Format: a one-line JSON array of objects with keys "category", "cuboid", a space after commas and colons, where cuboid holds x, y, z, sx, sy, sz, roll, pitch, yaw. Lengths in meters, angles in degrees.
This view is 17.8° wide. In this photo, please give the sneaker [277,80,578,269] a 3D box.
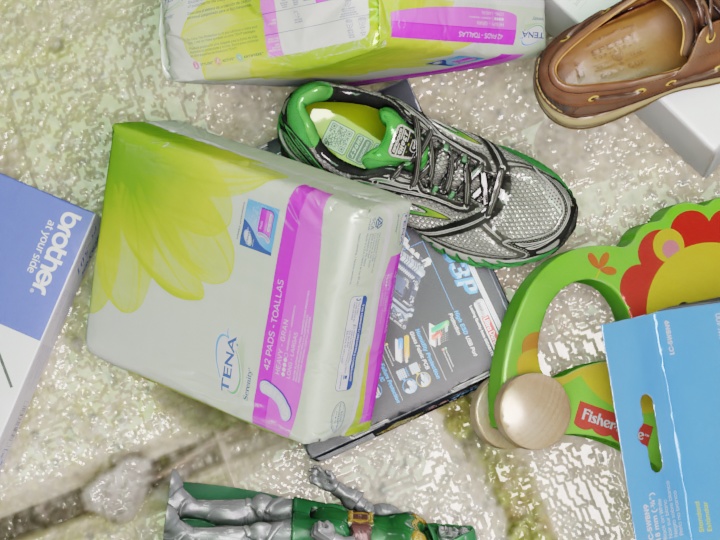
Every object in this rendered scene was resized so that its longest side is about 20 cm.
[{"category": "sneaker", "cuboid": [0.038, -0.058, 1.414, 0.198, 0.085, 0.079, 19, 84, 5]}]

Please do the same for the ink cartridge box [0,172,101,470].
[{"category": "ink cartridge box", "cuboid": [-0.249, 0.040, 1.491, 0.093, 0.044, 0.201, 23, 85, 6]}]

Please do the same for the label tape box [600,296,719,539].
[{"category": "label tape box", "cuboid": [0.250, 0.084, 1.380, 0.199, 0.063, 0.146, -11, 92, -33]}]

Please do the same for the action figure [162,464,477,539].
[{"category": "action figure", "cuboid": [-0.024, 0.164, 1.440, 0.198, 0.118, 0.055, 7, 117, -4]}]

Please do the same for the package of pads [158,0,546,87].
[{"category": "package of pads", "cuboid": [-0.010, -0.151, 1.396, 0.199, 0.154, 0.069, -5, 88, 45]}]

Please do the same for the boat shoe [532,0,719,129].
[{"category": "boat shoe", "cuboid": [0.195, -0.143, 1.347, 0.199, 0.068, 0.073, -25, 83, 3]}]

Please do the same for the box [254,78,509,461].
[{"category": "box", "cuboid": [0.000, 0.000, 1.476, 0.158, 0.046, 0.201, -25, 83, 1]}]

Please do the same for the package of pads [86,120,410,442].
[{"category": "package of pads", "cuboid": [-0.073, 0.007, 1.403, 0.199, 0.068, 0.156, 21, 109, 33]}]

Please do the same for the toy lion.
[{"category": "toy lion", "cuboid": [0.187, 0.042, 1.432, 0.198, 0.069, 0.193, 19, 81, -13]}]

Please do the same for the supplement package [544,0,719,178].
[{"category": "supplement package", "cuboid": [0.187, -0.173, 1.444, 0.200, 0.117, 0.117, 44, 88, 8]}]
